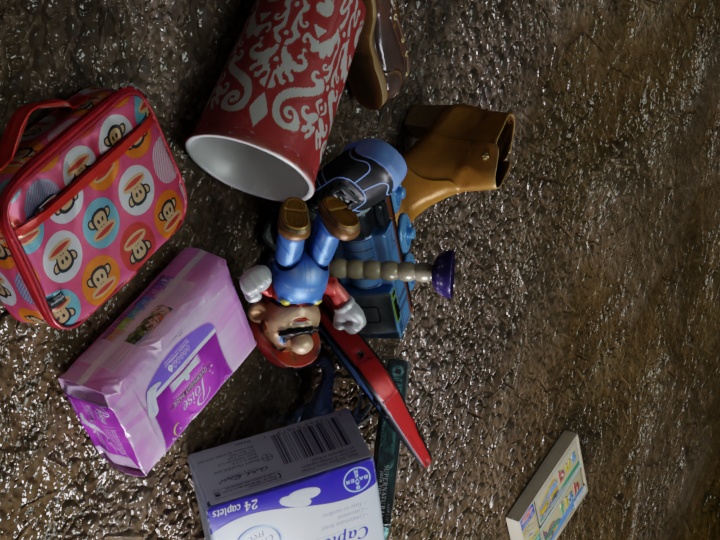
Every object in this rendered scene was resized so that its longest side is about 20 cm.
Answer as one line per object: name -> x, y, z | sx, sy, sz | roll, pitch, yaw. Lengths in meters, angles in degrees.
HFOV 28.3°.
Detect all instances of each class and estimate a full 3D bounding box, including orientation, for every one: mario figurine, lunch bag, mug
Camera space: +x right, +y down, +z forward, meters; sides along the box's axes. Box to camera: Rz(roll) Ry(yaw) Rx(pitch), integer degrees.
mario figurine -> -0.054, 0.028, 1.423 | 0.106, 0.122, 0.201 | -63, 172, -48
lunch bag -> -0.249, -0.068, 1.235 | 0.200, 0.081, 0.177 | -49, 134, -38
mug -> -0.084, -0.183, 1.426 | 0.133, 0.177, 0.202 | 24, 72, -16

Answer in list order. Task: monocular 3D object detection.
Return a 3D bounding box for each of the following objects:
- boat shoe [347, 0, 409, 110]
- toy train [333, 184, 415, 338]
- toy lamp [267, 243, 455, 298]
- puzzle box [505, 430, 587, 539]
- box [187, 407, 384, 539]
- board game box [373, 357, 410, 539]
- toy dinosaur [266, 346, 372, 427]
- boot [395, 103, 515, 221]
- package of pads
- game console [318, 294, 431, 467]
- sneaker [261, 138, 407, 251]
boat shoe -> 0.010, -0.274, 1.555 | 0.070, 0.070, 0.201 | -44, 143, -29
toy train -> 0.013, -0.023, 1.606 | 0.115, 0.086, 0.201 | -67, 152, -52
toy lamp -> 0.000, 0.000, 1.519 | 0.058, 0.198, 0.059 | 5, 90, -81
puzzle box -> 0.294, 0.363, 2.231 | 0.200, 0.025, 0.134 | -49, 137, -36
box -> -0.071, 0.276, 1.513 | 0.182, 0.105, 0.202 | -15, 120, -12
board game box -> 0.030, 0.221, 1.682 | 0.136, 0.028, 0.202 | 99, -1, -64
toy dinosaur -> -0.067, 0.184, 1.622 | 0.104, 0.200, 0.183 | 15, 64, -15
boot -> 0.096, -0.103, 1.670 | 0.071, 0.143, 0.203 | 36, 71, -53
package of pads -> -0.188, 0.087, 1.374 | 0.200, 0.075, 0.121 | -51, 137, -34
game console -> -0.001, 0.110, 1.567 | 0.031, 0.200, 0.177 | -33, 137, -8
sneaker -> -0.030, -0.070, 1.461 | 0.070, 0.200, 0.078 | 43, 57, -16
